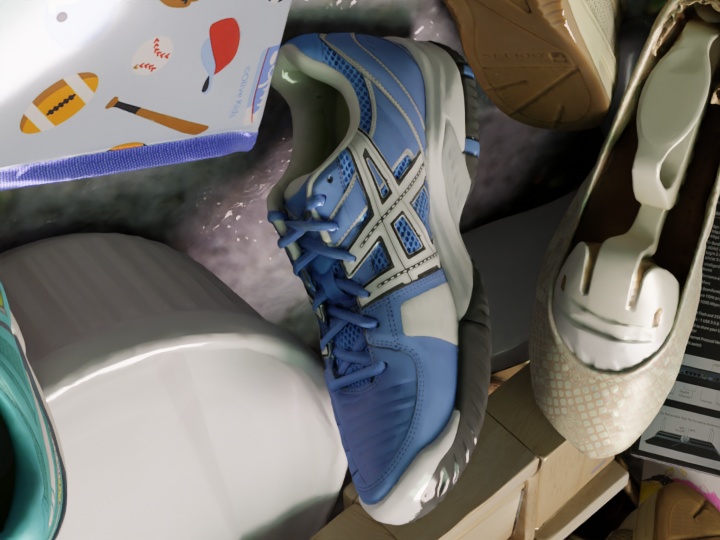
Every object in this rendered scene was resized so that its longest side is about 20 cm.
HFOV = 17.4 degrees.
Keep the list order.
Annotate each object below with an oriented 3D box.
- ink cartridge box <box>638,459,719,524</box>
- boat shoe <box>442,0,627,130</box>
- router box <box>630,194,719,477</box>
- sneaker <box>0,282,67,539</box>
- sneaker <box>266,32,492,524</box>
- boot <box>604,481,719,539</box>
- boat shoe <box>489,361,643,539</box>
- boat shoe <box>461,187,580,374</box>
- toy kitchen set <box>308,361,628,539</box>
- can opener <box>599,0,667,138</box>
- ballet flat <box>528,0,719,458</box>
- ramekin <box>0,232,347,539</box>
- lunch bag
[{"bbox_3d":[0.194,0.112,1.166,0.116,0.067,0.201,-15,115,-47],"label":"ink cartridge box"},{"bbox_3d":[0.060,-0.134,0.895,0.200,0.072,0.065,59,44,-51],"label":"boat shoe"},{"bbox_3d":[0.200,0.015,1.031,0.200,0.052,0.158,10,92,-55],"label":"router box"},{"bbox_3d":[-0.150,0.009,0.779,0.077,0.200,0.080,-28,-175,-6],"label":"sneaker"},{"bbox_3d":[0.000,0.000,0.893,0.077,0.201,0.076,13,150,-32],"label":"sneaker"},{"bbox_3d":[0.095,0.205,1.078,0.073,0.200,0.155,36,131,-18],"label":"boot"},{"bbox_3d":[0.080,0.087,1.117,0.074,0.066,0.200,-50,141,12],"label":"boat shoe"},{"bbox_3d":[0.103,0.004,1.052,0.200,0.071,0.064,-29,139,-16],"label":"boat shoe"},{"bbox_3d":[0.072,0.176,0.988,0.200,0.180,0.163,-37,152,-23],"label":"toy kitchen set"},{"bbox_3d":[0.130,-0.117,0.970,0.067,0.053,0.200,-28,139,-15],"label":"can opener"},{"bbox_3d":[0.109,-0.023,0.931,0.062,0.067,0.201,6,101,-74],"label":"ballet flat"},{"bbox_3d":[-0.111,0.075,0.929,0.202,0.094,0.203,-22,138,-21],"label":"ramekin"},{"bbox_3d":[-0.118,-0.117,0.711,0.200,0.124,0.170,-16,132,-41],"label":"lunch bag"}]
